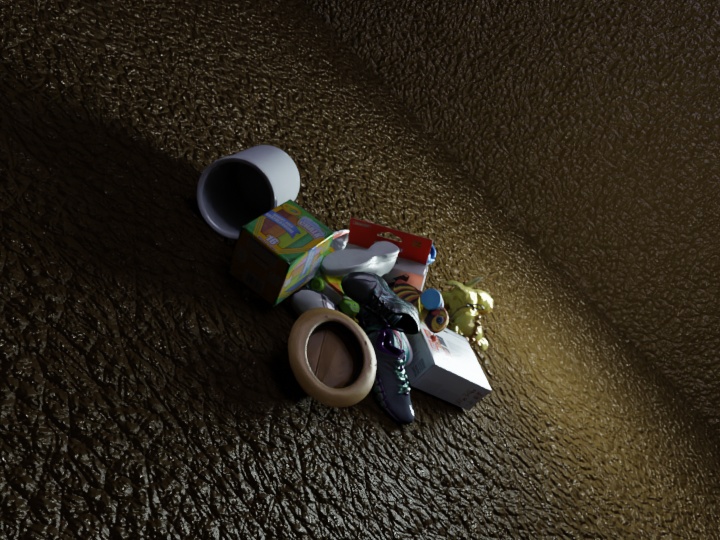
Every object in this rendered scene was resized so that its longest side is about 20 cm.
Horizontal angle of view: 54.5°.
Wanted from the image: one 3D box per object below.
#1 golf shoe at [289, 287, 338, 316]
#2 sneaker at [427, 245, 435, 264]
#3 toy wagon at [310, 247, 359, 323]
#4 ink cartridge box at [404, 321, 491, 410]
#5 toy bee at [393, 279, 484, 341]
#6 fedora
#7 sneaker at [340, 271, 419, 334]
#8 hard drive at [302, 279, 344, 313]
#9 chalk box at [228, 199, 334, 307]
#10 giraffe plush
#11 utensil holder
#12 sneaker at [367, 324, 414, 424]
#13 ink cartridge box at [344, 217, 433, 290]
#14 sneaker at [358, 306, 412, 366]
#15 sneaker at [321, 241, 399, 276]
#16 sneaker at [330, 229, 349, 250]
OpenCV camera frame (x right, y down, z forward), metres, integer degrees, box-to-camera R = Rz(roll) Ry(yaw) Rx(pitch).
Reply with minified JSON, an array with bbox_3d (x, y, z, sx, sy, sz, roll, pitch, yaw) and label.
[{"bbox_3d":[-0.071,0.117,1.388,0.200,0.078,0.094,44,24,1],"label":"golf shoe"},{"bbox_3d":[0.137,-0.016,1.730,0.200,0.104,0.076,77,-4,-80],"label":"sneaker"},{"bbox_3d":[-0.049,0.028,1.518,0.155,0.040,0.201,10,41,-51],"label":"toy wagon"},{"bbox_3d":[0.188,0.212,1.641,0.199,0.084,0.176,28,27,-33],"label":"ink cartridge box"},{"bbox_3d":[0.154,0.097,1.557,0.199,0.109,0.131,13,-15,37],"label":"toy bee"},{"bbox_3d":[-0.064,0.167,1.284,0.200,0.082,0.202,21,49,-26],"label":"fedora"},{"bbox_3d":[0.049,0.069,1.457,0.199,0.076,0.079,30,16,-20],"label":"sneaker"},{"bbox_3d":[-0.108,0.022,1.526,0.200,0.038,0.140,43,24,-6],"label":"hard drive"},{"bbox_3d":[-0.143,-0.046,1.387,0.124,0.124,0.200,36,40,12],"label":"chalk box"},{"bbox_3d":[0.275,0.131,1.839,0.171,0.200,0.163,6,62,-9],"label":"giraffe plush"},{"bbox_3d":[-0.231,-0.175,1.488,0.170,0.170,0.200,42,22,-5],"label":"utensil holder"},{"bbox_3d":[0.068,0.212,1.418,0.074,0.087,0.201,-14,71,-57],"label":"sneaker"},{"bbox_3d":[0.057,-0.023,1.608,0.199,0.174,0.044,16,51,6],"label":"ink cartridge box"},{"bbox_3d":[0.030,0.125,1.536,0.201,0.084,0.121,56,17,21],"label":"sneaker"},{"bbox_3d":[0.000,0.000,1.514,0.199,0.089,0.075,-12,37,-36],"label":"sneaker"},{"bbox_3d":[-0.072,-0.044,1.673,0.200,0.077,0.082,-21,88,-59],"label":"sneaker"}]
